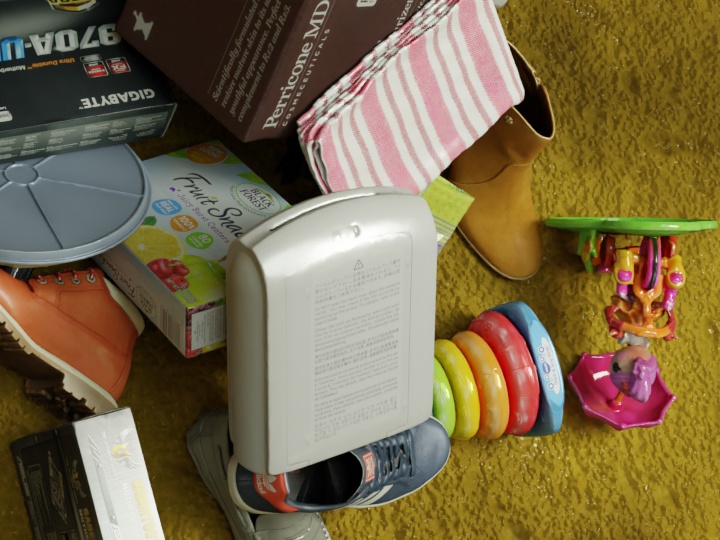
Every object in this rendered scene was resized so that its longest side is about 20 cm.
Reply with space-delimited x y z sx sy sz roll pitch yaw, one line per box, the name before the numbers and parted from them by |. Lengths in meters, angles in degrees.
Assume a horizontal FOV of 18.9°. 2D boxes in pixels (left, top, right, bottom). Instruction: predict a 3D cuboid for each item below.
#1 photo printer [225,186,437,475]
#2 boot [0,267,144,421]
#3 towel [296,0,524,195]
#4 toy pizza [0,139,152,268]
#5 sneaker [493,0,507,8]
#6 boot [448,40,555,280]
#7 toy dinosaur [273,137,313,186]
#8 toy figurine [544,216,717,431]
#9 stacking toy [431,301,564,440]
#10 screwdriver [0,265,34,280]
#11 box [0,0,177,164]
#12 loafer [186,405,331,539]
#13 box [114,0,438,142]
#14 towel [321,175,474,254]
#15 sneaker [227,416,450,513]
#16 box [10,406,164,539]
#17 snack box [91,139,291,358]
photo printer | -0.021 0.037 1.594 0.166 0.069 0.201 -18 123 -30
boot | -0.247 0.026 1.653 0.200 0.075 0.107 44 60 -35
towel | 0.045 -0.123 1.686 0.200 0.030 0.147 -43 141 -13
toy pizza | -0.259 -0.061 1.644 0.199 0.032 0.200 8 38 -6
sneaker | 0.084 -0.258 1.887 0.200 0.076 0.092 -37 102 -26
boot | 0.126 -0.091 1.834 0.071 0.144 0.202 -29 94 -27
toy dinosaur | 0.010 -0.089 1.822 0.135 0.102 0.201 17 54 -39
toy figurine | 0.237 0.047 1.856 0.150 0.200 0.185 0 92 -7
stacking toy | 0.060 0.104 1.795 0.199 0.110 0.116 -14 88 -20
screwdriver | -0.241 -0.062 1.708 0.029 0.028 0.200 49 59 -45
box | -0.264 -0.163 1.672 0.199 0.046 0.159 -11 61 -28
loafer | -0.068 0.198 1.722 0.070 0.070 0.200 -38 98 -27
box | -0.047 -0.216 1.677 0.164 0.166 0.200 41 31 27
towel | 0.000 0.000 1.759 0.143 0.023 0.200 28 93 -41
sneaker | 0.000 0.152 1.679 0.199 0.084 0.075 -11 89 -33
box | -0.194 0.210 1.607 0.048 0.158 0.201 -13 86 -28
snack box | -0.122 -0.021 1.673 0.142 0.200 0.053 -18 129 -29
